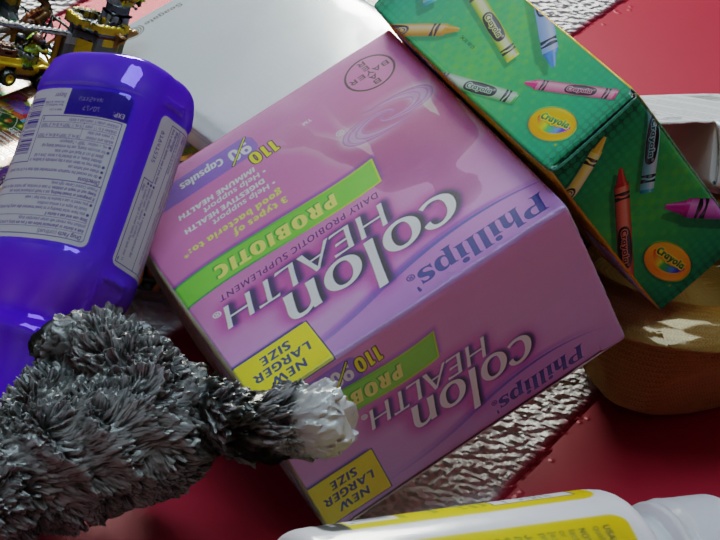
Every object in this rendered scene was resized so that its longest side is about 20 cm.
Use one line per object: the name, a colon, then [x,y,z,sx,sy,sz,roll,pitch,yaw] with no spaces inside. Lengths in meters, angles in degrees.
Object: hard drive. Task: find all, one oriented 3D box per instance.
hard drive: [-0.056,-0.120,1.424,0.132,0.027,0.200,-31,33,-14]

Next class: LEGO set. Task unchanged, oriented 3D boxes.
LEGO set: [-0.212,-0.192,1.448,0.153,0.116,0.200,9,19,-30]

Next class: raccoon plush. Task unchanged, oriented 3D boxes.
raccoon plush: [-0.118,0.083,1.108,0.200,0.097,0.134,-12,24,39]

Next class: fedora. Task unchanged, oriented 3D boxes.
fedora: [0.168,0.022,1.337,0.200,0.082,0.201,8,25,-4]

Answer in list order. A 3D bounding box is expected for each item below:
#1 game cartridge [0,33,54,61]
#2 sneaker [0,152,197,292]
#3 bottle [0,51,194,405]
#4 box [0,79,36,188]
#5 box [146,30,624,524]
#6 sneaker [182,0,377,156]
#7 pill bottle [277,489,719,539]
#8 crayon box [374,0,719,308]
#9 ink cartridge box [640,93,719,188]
game cartridge: [-0.248,-0.088,1.483,0.133,0.041,0.200,13,31,4]
sneaker: [-0.118,-0.020,1.357,0.200,0.078,0.077,-11,40,-29]
bottle: [-0.147,-0.009,1.239,0.083,0.201,0.065,4,-21,37]
box: [-0.252,-0.084,1.404,0.137,0.039,0.200,-23,41,-40]
box: [0.000,0.000,1.254,0.176,0.097,0.200,-33,41,-6]
sneaker: [-0.055,-0.084,1.480,0.200,0.090,0.078,-22,34,-3]
pill bottle: [0.067,0.154,1.062,0.199,0.115,0.114,-6,33,-20]
crayon box: [0.097,-0.078,1.273,0.058,0.119,0.200,-42,40,1]
ink cartridge box: [0.173,-0.077,1.470,0.173,0.044,0.200,-3,8,-15]
